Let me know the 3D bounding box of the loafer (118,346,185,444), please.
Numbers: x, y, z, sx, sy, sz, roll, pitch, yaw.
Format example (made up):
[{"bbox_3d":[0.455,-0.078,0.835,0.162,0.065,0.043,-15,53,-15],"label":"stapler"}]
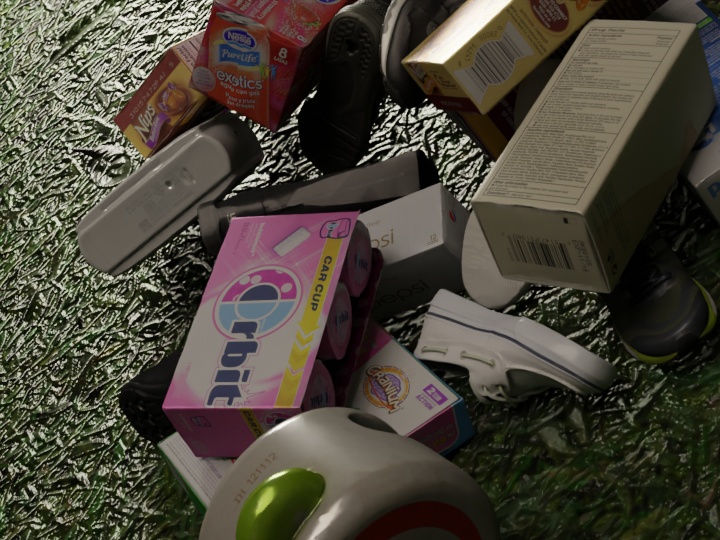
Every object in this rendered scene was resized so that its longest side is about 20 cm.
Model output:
[{"bbox_3d":[-0.142,0.100,1.355,0.070,0.068,0.200,-39,8,-34],"label":"loafer"}]

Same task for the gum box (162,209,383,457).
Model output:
[{"bbox_3d":[-0.061,0.043,1.226,0.113,0.066,0.201,-3,49,23],"label":"gum box"}]

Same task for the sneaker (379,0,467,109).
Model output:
[{"bbox_3d":[0.088,-0.217,1.303,0.087,0.076,0.201,10,61,39],"label":"sneaker"}]

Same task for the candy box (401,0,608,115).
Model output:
[{"bbox_3d":[0.132,-0.205,1.227,0.200,0.055,0.115,-42,16,-5],"label":"candy box"}]

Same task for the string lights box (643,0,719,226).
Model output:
[{"bbox_3d":[0.265,-0.128,1.236,0.103,0.059,0.200,-37,38,8],"label":"string lights box"}]

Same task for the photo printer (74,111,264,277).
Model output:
[{"bbox_3d":[-0.173,-0.076,1.514,0.166,0.070,0.200,-38,5,11],"label":"photo printer"}]

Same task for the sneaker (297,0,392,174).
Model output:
[{"bbox_3d":[0.006,-0.176,1.461,0.076,0.200,0.114,34,48,15],"label":"sneaker"}]

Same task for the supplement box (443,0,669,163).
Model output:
[{"bbox_3d":[0.153,-0.196,1.366,0.200,0.103,0.131,-41,36,4],"label":"supplement box"}]

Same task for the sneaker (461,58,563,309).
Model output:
[{"bbox_3d":[0.146,-0.062,1.273,0.075,0.088,0.201,22,95,29],"label":"sneaker"}]

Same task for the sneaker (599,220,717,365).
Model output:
[{"bbox_3d":[0.191,-0.009,1.167,0.074,0.081,0.200,-37,37,8],"label":"sneaker"}]

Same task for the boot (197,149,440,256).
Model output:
[{"bbox_3d":[-0.024,-0.058,1.406,0.199,0.066,0.165,-16,1,12],"label":"boot"}]

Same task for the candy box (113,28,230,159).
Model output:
[{"bbox_3d":[-0.139,-0.192,1.563,0.117,0.057,0.200,-43,-3,40],"label":"candy box"}]

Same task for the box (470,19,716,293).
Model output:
[{"bbox_3d":[0.169,-0.085,1.134,0.094,0.078,0.200,9,50,37],"label":"box"}]

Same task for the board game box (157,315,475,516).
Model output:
[{"bbox_3d":[-0.036,0.129,1.221,0.199,0.040,0.153,-32,38,-13],"label":"board game box"}]

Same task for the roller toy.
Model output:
[{"bbox_3d":[-0.010,0.194,1.071,0.182,0.201,0.139,-19,27,-30],"label":"roller toy"}]

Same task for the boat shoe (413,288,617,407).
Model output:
[{"bbox_3d":[0.111,0.071,1.186,0.200,0.073,0.067,21,83,60],"label":"boat shoe"}]

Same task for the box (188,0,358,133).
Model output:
[{"bbox_3d":[-0.066,-0.228,1.471,0.200,0.095,0.100,-56,-8,-50],"label":"box"}]

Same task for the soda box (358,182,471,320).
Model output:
[{"bbox_3d":[0.000,0.000,1.337,0.199,0.068,0.064,-21,50,26],"label":"soda box"}]
